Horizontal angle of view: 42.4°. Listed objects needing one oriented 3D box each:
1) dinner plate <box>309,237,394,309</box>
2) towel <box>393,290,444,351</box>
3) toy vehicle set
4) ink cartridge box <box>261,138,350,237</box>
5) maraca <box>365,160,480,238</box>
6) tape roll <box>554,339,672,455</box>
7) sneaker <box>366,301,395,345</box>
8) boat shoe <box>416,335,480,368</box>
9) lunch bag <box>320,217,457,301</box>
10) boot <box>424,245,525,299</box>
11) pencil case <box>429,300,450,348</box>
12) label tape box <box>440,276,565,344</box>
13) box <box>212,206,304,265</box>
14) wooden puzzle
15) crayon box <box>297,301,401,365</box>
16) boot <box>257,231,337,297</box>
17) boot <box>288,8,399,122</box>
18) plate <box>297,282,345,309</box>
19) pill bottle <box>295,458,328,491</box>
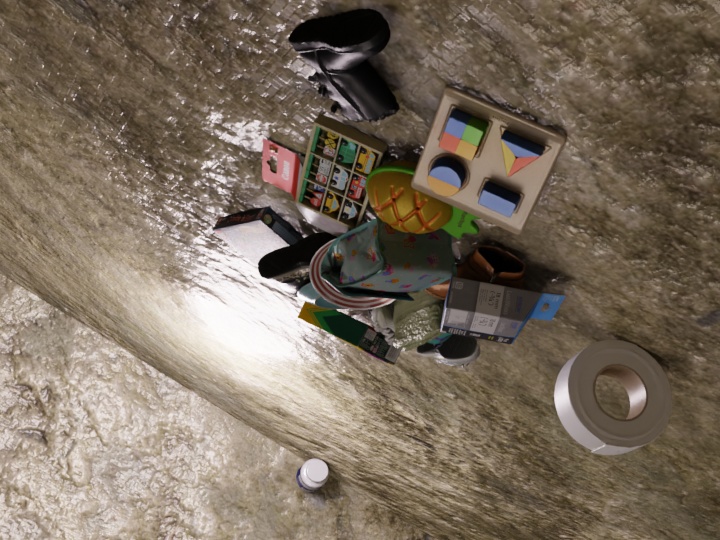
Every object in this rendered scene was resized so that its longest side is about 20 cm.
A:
[{"bbox_3d":[0.000,0.000,1.808,0.199,0.024,0.201,0,131,0],"label":"dinner plate"},{"bbox_3d":[0.111,0.075,1.821,0.036,0.149,0.200,5,165,-22],"label":"towel"},{"bbox_3d":[-0.036,-0.162,1.570,0.124,0.027,0.200,24,141,4],"label":"toy vehicle set"},{"bbox_3d":[-0.100,-0.146,1.711,0.199,0.057,0.163,21,156,2],"label":"ink cartridge box"},{"bbox_3d":[0.102,-0.111,1.497,0.199,0.107,0.137,21,151,7],"label":"maraca"},{"bbox_3d":[0.459,0.231,1.689,0.202,0.203,0.071,27,156,0],"label":"tape roll"},{"bbox_3d":[0.064,0.095,1.961,0.081,0.075,0.200,-23,157,9],"label":"sneaker"},{"bbox_3d":[0.199,0.172,2.009,0.065,0.075,0.202,32,161,-25],"label":"boat shoe"},{"bbox_3d":[0.044,-0.012,1.643,0.170,0.122,0.200,4,161,-34],"label":"lunch bag"},{"bbox_3d":[0.194,0.003,1.661,0.199,0.077,0.155,21,157,8],"label":"boot"},{"bbox_3d":[0.175,0.087,1.834,0.085,0.092,0.200,59,155,7],"label":"pencil case"},{"bbox_3d":[0.247,0.078,1.640,0.199,0.063,0.144,10,160,5],"label":"label tape box"},{"bbox_3d":[-0.212,-0.070,1.990,0.137,0.038,0.200,41,153,-28],"label":"box"},{"bbox_3d":[0.177,-0.150,1.345,0.185,0.046,0.200,24,135,6],"label":"wooden puzzle"},{"bbox_3d":[-0.020,0.137,2.089,0.172,0.058,0.200,25,175,30],"label":"crayon box"},{"bbox_3d":[-0.094,-0.009,1.901,0.203,0.074,0.154,-16,159,8],"label":"boot"},{"bbox_3d":[0.001,-0.280,1.306,0.198,0.073,0.163,11,150,47],"label":"boot"},{"bbox_3d":[-0.031,0.050,1.936,0.199,0.026,0.200,-6,161,-2],"label":"plate"},{"bbox_3d":[-0.183,0.790,3.598,0.111,0.111,0.200,28,156,-2],"label":"pill bottle"}]
